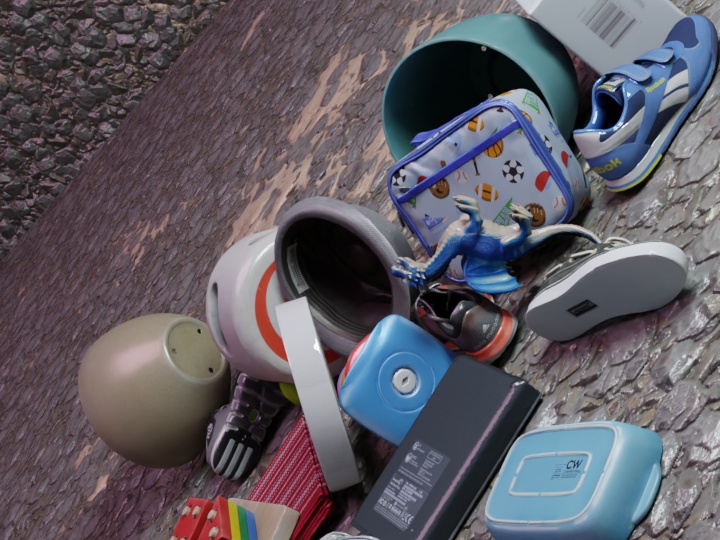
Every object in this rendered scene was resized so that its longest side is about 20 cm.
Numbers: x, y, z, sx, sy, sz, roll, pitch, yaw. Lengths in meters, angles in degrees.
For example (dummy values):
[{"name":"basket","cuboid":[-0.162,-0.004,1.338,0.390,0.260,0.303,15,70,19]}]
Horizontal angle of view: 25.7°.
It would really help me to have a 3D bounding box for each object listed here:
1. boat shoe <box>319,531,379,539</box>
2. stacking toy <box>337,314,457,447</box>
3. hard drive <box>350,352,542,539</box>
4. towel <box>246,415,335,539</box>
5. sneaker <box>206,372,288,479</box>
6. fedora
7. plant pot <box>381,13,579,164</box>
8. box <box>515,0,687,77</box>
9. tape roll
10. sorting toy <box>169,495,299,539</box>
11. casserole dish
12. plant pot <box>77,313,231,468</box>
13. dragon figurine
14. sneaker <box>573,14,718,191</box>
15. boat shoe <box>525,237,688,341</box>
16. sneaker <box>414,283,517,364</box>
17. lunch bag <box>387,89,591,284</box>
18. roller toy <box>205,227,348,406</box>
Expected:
[{"name":"boat shoe","cuboid":[-0.028,0.279,1.499,0.200,0.073,0.067,-39,22,49]},{"name":"stacking toy","cuboid":[0.017,0.122,1.652,0.117,0.109,0.200,-59,9,-15]},{"name":"hard drive","cuboid":[0.078,0.179,1.489,0.201,0.033,0.139,-57,23,-6]},{"name":"towel","cuboid":[-0.082,0.259,1.730,0.145,0.022,0.200,-56,18,13]},{"name":"sneaker","cuboid":[-0.140,0.158,1.955,0.201,0.075,0.115,-60,19,-11]},{"name":"fedora","cuboid":[0.000,0.000,1.733,0.090,0.199,0.178,-29,-36,-45]},{"name":"plant pot","cuboid":[0.144,-0.185,1.699,0.200,0.201,0.161,-37,8,39]},{"name":"box","cuboid":[0.245,-0.296,1.698,0.107,0.152,0.200,-49,21,14]},{"name":"tape roll","cuboid":[-0.043,0.128,1.631,0.037,0.204,0.203,-17,24,-2]},{"name":"sorting toy","cuboid":[-0.167,0.334,1.700,0.201,0.069,0.198,-66,18,-15]},{"name":"casserole dish","cuboid":[0.167,0.176,1.298,0.199,0.039,0.122,-14,45,59]},{"name":"plant pot","cuboid":[-0.242,0.133,2.019,0.134,0.199,0.201,-41,24,40]},{"name":"dragon figurine","cuboid":[0.130,-0.014,1.544,0.059,0.198,0.100,-98,17,-73]},{"name":"sneaker","cuboid":[0.279,-0.177,1.540,0.201,0.082,0.074,-58,19,-14]},{"name":"boat shoe","cuboid":[0.219,0.003,1.409,0.200,0.070,0.064,-28,34,54]},{"name":"sneaker","cuboid":[0.092,0.036,1.615,0.077,0.082,0.200,-57,19,-7]},{"name":"lunch bag","cuboid":[0.124,-0.087,1.616,0.199,0.161,0.075,-31,4,37]},{"name":"roller toy","cuboid":[-0.083,0.038,1.853,0.201,0.182,0.140,-59,19,-14]}]
